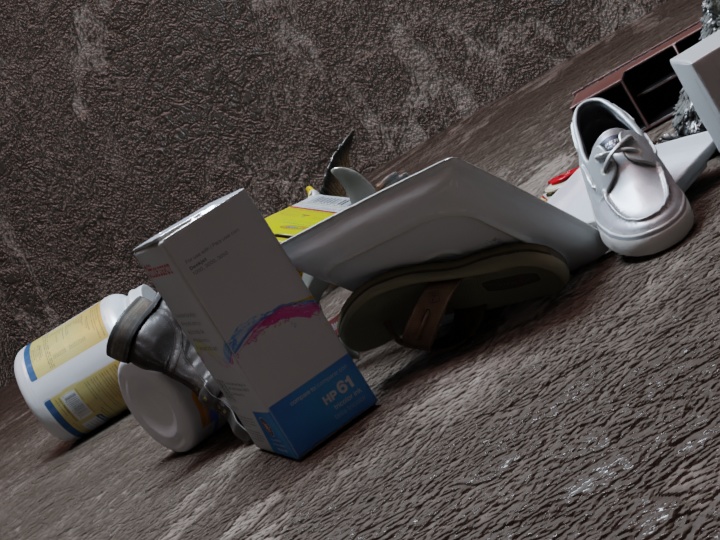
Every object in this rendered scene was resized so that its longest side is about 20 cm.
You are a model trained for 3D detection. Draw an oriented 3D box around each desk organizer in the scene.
[{"bbox_3d":[0.337,-0.210,1.650,0.200,0.072,0.077,-29,10,22],"label":"desk organizer"}]

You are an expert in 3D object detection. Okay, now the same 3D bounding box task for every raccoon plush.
[{"bbox_3d":[0.288,-0.167,1.284,0.200,0.134,0.097,-31,7,6],"label":"raccoon plush"}]

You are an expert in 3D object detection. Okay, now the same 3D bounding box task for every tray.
[{"bbox_3d":[0.221,-0.065,1.260,0.107,0.022,0.200,-44,14,-23],"label":"tray"}]

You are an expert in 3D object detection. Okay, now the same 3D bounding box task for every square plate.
[{"bbox_3d":[0.067,-0.011,1.166,0.200,0.029,0.198,22,-35,-40],"label":"square plate"}]

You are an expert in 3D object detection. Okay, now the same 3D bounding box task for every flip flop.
[{"bbox_3d":[0.070,0.032,1.155,0.200,0.058,0.081,-15,-29,24],"label":"flip flop"}]

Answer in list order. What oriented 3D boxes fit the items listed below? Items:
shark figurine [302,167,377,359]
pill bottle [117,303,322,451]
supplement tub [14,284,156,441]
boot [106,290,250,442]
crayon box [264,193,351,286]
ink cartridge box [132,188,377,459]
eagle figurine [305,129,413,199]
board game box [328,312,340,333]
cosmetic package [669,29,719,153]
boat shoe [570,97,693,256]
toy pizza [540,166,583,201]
[{"bbox_3d":[-0.020,0.003,1.287,0.215,0.128,0.090,-50,-1,29],"label":"shark figurine"},{"bbox_3d":[-0.133,0.082,1.468,0.200,0.112,0.112,-36,8,-34],"label":"pill bottle"},{"bbox_3d":[-0.341,0.121,1.962,0.200,0.145,0.145,-30,7,6],"label":"supplement tub"},{"bbox_3d":[-0.121,0.063,1.371,0.200,0.174,0.069,-54,-14,-45],"label":"boot"},{"bbox_3d":[-0.028,-0.027,1.442,0.127,0.051,0.200,8,16,20],"label":"crayon box"},{"bbox_3d":[-0.088,0.041,1.180,0.085,0.200,0.145,-35,8,-15],"label":"ink cartridge box"},{"bbox_3d":[-0.033,-0.068,1.918,0.200,0.151,0.152,-37,-6,21],"label":"eagle figurine"},{"bbox_3d":[0.038,0.011,1.492,0.103,0.019,0.200,-36,0,-27],"label":"board game box"},{"bbox_3d":[0.353,-0.168,1.129,0.200,0.108,0.085,-33,8,4],"label":"cosmetic package"},{"bbox_3d":[0.204,-0.079,1.146,0.072,0.069,0.200,-23,26,14],"label":"boat shoe"},{"bbox_3d":[0.181,-0.063,1.431,0.200,0.032,0.200,-30,6,4],"label":"toy pizza"}]
